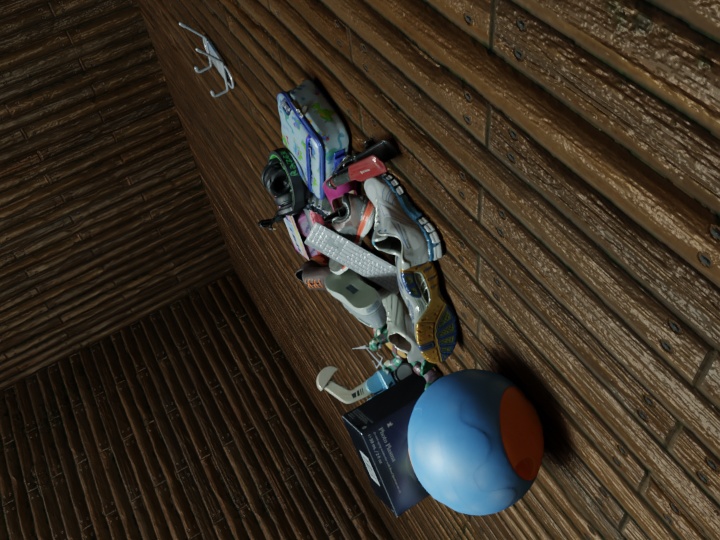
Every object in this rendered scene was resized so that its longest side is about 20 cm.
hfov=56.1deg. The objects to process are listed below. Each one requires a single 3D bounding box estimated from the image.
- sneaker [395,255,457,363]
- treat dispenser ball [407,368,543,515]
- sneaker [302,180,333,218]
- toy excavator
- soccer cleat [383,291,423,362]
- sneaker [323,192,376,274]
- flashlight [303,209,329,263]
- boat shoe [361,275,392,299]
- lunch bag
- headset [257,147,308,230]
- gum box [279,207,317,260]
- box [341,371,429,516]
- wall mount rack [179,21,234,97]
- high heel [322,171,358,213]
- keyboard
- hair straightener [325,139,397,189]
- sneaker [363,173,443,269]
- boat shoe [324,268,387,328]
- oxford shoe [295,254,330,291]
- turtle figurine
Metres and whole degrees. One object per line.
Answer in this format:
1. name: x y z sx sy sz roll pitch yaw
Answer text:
1. sneaker: 0.109 0.054 1.135 0.088 0.074 0.204 -125 19 -71
2. treat dispenser ball: 0.166 0.247 0.985 0.202 0.198 0.202 55 163 26
3. sneaker: -0.088 -0.143 1.422 0.202 0.080 0.074 57 164 22
4. toy excavator: 0.025 0.270 1.499 0.197 0.197 0.100 60 164 8
5. soccer cleat: 0.073 0.100 1.287 0.200 0.077 0.070 46 157 50
6. sneaker: -0.033 -0.075 1.249 0.201 0.080 0.078 119 167 -45
7. flashlight: -0.086 -0.099 1.538 0.068 0.067 0.204 -140 32 -65
8. boat shoe: 0.000 0.000 1.358 0.074 0.074 0.200 57 170 -32
9. lunch bag: -0.085 -0.239 1.262 0.162 0.082 0.201 56 164 18
10. headset: -0.165 -0.156 1.367 0.125 0.093 0.201 60 159 21
11. gum box: -0.146 -0.127 1.670 0.113 0.065 0.203 39 152 60
12. box: 0.098 0.348 1.385 0.203 0.196 0.123 67 162 -15
13. wall mount rack: -0.415 -0.575 1.823 0.201 0.074 0.175 55 163 28
14. high heel: -0.025 -0.114 1.272 0.200 0.066 0.097 100 149 -73
15. keyboard: -0.006 -0.021 1.232 0.197 0.011 0.056 29 136 -7
16. hair straightener: 0.002 -0.172 1.103 0.041 0.078 0.199 41 155 -15
17. sneaker: 0.045 -0.079 1.075 0.201 0.086 0.076 53 164 38
18. boat shoe: -0.009 0.053 1.272 0.072 0.069 0.201 62 169 -29
19. oxford shoe: -0.081 0.023 1.463 0.199 0.072 0.072 23 138 63
20. turtle figurine: 0.071 0.158 1.348 0.198 0.101 0.150 30 169 37
